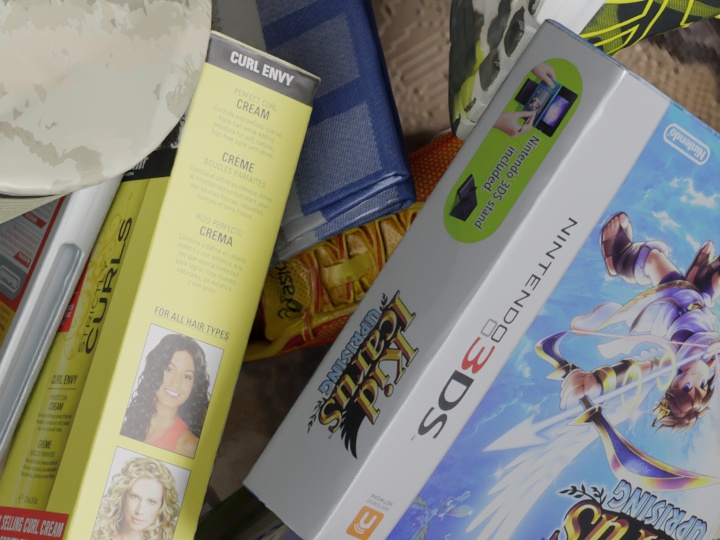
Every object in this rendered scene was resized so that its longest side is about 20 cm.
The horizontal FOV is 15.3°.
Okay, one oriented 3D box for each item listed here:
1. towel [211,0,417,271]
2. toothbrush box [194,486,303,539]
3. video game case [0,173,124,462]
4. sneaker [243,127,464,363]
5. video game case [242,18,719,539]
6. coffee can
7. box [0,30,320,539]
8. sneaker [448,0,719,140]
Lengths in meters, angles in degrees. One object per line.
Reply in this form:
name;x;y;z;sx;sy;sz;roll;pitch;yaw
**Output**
towel;-0.076;-0.049;1.010;0.199;0.024;0.148;-26;62;22
toothbrush box;-0.026;0.130;0.994;0.145;0.200;0.086;-37;95;25
video game case;-0.148;0.017;0.978;0.017;0.143;0.201;22;94;-31
sneaker;0.000;0.000;1.010;0.199;0.077;0.073;-20;101;21
video game case;0.081;0.036;0.913;0.045;0.200;0.182;39;97;44
coffee can;-0.163;-0.075;0.898;0.200;0.146;0.147;-18;104;52
box;-0.075;0.021;0.924;0.050;0.075;0.201;21;79;-28
sneaker;0.094;-0.099;0.887;0.084;0.075;0.200;15;144;-20
